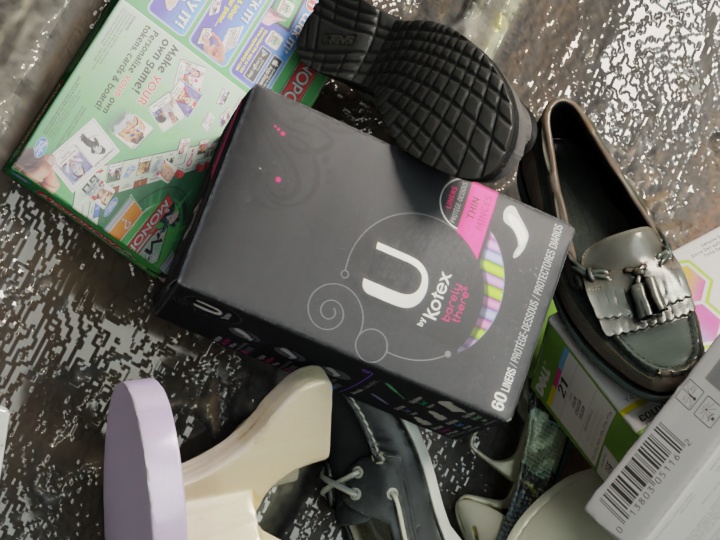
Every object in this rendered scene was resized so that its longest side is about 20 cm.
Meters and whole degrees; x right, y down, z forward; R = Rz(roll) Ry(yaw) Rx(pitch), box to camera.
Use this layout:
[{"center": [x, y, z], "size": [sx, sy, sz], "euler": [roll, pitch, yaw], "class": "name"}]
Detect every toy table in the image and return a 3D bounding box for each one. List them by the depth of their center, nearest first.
[{"center": [-0.076, 0.146, 0.989], "size": [0.116, 0.185, 0.202], "euler": [-7, 132, -18], "class": "toy table"}]

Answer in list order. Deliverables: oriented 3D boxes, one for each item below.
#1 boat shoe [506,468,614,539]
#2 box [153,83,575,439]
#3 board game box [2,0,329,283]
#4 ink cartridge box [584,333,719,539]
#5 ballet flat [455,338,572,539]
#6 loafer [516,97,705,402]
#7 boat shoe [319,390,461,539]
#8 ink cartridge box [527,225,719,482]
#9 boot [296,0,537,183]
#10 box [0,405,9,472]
[{"center": [0.177, 0.148, 1.084], "size": [0.200, 0.061, 0.072], "euler": [-26, 57, -16], "class": "boat shoe"}, {"center": [0.000, 0.000, 0.996], "size": [0.198, 0.106, 0.123], "euler": [22, 75, -9], "class": "box"}, {"center": [-0.102, -0.105, 1.049], "size": [0.134, 0.029, 0.201], "euler": [36, 75, -20], "class": "board game box"}, {"center": [0.234, 0.105, 1.020], "size": [0.161, 0.047, 0.199], "euler": [-54, 143, 8], "class": "ink cartridge box"}, {"center": [0.095, 0.136, 1.122], "size": [0.074, 0.074, 0.202], "euler": [21, 79, -22], "class": "ballet flat"}, {"center": [0.141, -0.016, 1.024], "size": [0.071, 0.063, 0.201], "euler": [-14, 51, -13], "class": "loafer"}, {"center": [0.011, 0.139, 1.071], "size": [0.060, 0.075, 0.202], "euler": [-32, 101, -26], "class": "boat shoe"}, {"center": [0.165, 0.020, 1.084], "size": [0.147, 0.076, 0.201], "euler": [-26, 62, -21], "class": "ink cartridge box"}, {"center": [0.062, -0.096, 1.018], "size": [0.131, 0.200, 0.070], "euler": [24, 105, -41], "class": "boot"}, {"center": [-0.298, 0.153, 0.904], "size": [0.198, 0.130, 0.202], "euler": [9, 86, -24], "class": "box"}]
